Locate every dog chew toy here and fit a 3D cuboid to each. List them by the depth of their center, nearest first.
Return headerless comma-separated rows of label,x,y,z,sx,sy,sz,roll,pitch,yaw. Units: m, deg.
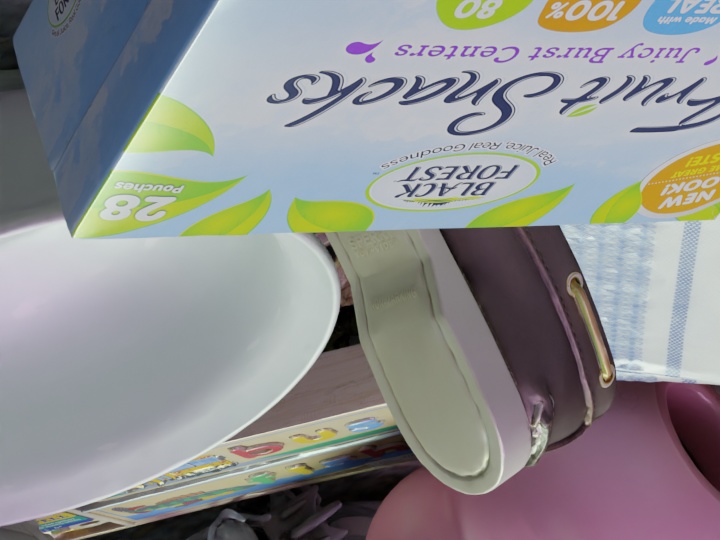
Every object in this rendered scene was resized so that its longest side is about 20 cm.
dog chew toy,0.058,0.116,1.002,0.200,0.125,0.124,-38,149,26

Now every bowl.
bowl,-0.112,0.000,0.836,0.200,0.091,0.201,-16,153,-8

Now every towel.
towel,0.103,-0.001,0.863,0.199,0.024,0.147,6,153,7

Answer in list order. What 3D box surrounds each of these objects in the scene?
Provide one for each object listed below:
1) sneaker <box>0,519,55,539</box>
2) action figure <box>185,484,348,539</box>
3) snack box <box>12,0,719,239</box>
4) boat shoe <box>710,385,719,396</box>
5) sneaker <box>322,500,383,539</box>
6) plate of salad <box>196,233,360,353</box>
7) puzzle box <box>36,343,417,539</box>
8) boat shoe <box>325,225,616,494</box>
sneaker,-0.151,0.091,0.926,0.199,0.081,0.076,28,151,-27
action figure,-0.077,0.145,1.152,0.129,0.070,0.200,-20,162,-25
snack box,0.040,-0.080,0.624,0.199,0.068,0.169,-1,148,-31
boat shoe,0.130,-0.006,0.963,0.072,0.072,0.201,-16,136,-7
sneaker,-0.007,0.168,1.260,0.114,0.075,0.200,2,142,-35
plate of salad,0.000,0.000,0.966,0.199,0.048,0.200,-16,154,-8
puzzle box,-0.062,0.070,1.016,0.199,0.026,0.133,-14,165,13
boat shoe,0.019,-0.037,0.776,0.059,0.201,0.072,-25,-173,-31
